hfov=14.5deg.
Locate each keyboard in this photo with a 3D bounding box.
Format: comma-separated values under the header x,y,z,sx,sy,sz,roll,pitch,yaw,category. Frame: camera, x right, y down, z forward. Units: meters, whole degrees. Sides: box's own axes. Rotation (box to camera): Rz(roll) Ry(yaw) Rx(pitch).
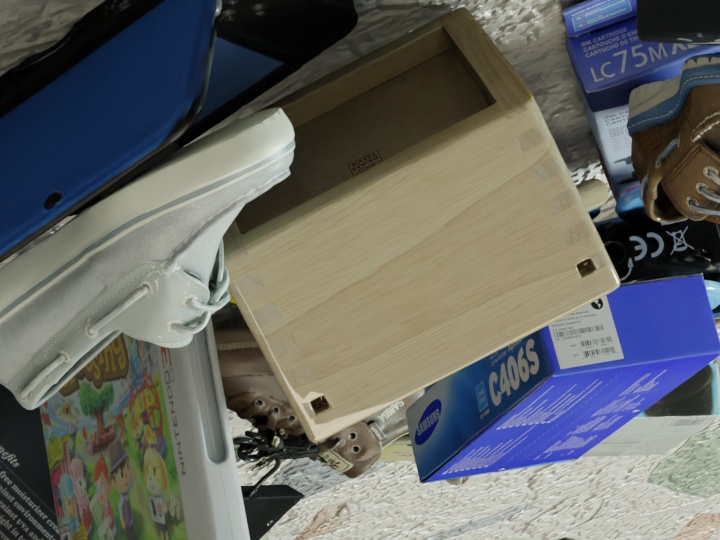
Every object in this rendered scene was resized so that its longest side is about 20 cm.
x,y,z,sx,sy,sz,roll,pitch,yaw,category
-0.073,0.127,1.537,0.127,0.021,0.200,-45,167,9,keyboard

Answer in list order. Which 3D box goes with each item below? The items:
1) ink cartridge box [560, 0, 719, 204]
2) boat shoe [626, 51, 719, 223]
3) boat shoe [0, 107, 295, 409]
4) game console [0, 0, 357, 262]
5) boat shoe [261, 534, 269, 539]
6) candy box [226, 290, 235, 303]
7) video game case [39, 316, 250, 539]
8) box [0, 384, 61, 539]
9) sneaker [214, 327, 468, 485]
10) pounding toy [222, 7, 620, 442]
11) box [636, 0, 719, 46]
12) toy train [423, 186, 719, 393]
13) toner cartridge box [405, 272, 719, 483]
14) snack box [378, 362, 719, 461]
x,y,z,sx,sy,sz,roll,pitch,yaw,category
0.174,-0.098,1.460,0.119,0.042,0.200,-20,154,4,ink cartridge box
0.177,-0.058,1.321,0.072,0.073,0.200,2,175,-9,boat shoe
-0.090,-0.001,1.206,0.200,0.072,0.070,-32,-176,36,boat shoe
-0.106,-0.048,1.267,0.200,0.119,0.170,-31,153,28,game console
-0.153,0.201,1.831,0.199,0.063,0.073,-15,157,-6,boat shoe
0.000,0.000,1.557,0.102,0.027,0.200,-30,154,22,candy box
-0.113,0.062,1.355,0.022,0.183,0.200,-6,171,-26,video game case
-0.191,0.156,1.540,0.198,0.123,0.200,-40,163,-27,box
-0.018,0.077,1.599,0.199,0.076,0.070,6,167,-18,sneaker
0.032,-0.022,1.331,0.183,0.200,0.143,-27,112,1,pounding toy
0.252,-0.156,1.196,0.199,0.125,0.196,0,-177,-34,box
0.112,0.011,1.519,0.199,0.087,0.114,-12,160,-1,toy train
0.099,0.057,1.437,0.094,0.043,0.200,-6,163,-20,toner cartridge box
0.109,0.087,1.739,0.199,0.037,0.116,-1,165,-12,snack box
